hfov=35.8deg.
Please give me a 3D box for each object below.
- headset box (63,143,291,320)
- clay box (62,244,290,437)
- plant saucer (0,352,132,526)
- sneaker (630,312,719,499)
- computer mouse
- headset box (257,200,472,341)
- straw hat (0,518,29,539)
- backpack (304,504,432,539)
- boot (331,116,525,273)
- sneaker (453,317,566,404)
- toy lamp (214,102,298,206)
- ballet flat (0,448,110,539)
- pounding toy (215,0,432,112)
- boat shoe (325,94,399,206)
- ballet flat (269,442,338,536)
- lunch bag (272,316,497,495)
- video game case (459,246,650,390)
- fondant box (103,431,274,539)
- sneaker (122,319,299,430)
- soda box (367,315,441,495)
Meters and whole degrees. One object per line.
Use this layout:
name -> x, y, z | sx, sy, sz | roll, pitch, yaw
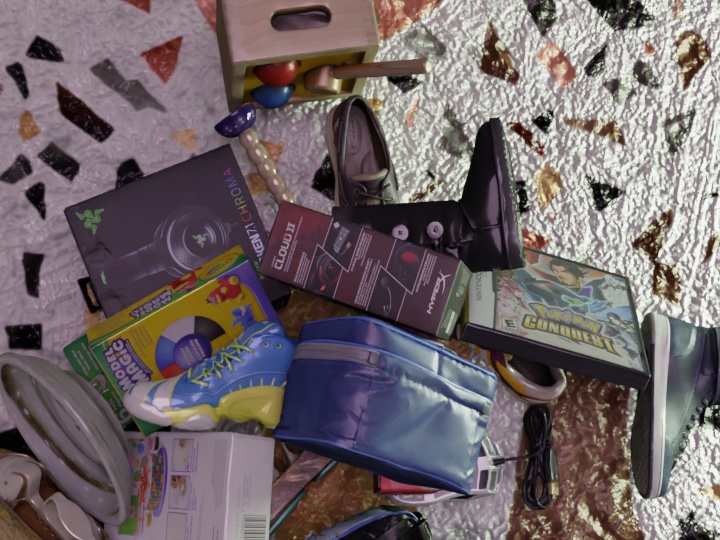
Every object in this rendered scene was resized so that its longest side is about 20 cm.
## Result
headset box -> -0.196, -0.010, 1.171 | 0.198, 0.093, 0.176 | -22, 83, -10
clay box -> -0.176, 0.076, 1.089 | 0.198, 0.048, 0.116 | -30, 119, -8
plant saucer -> -0.277, 0.154, 1.086 | 0.050, 0.200, 0.201 | -38, 86, -31
sneaker -> 0.376, 0.156, 1.225 | 0.144, 0.077, 0.206 | 10, 77, -3
computer mouse -> 0.114, 0.208, 1.196 | 0.197, 0.044, 0.111 | -4, 77, -7
headset box -> 0.000, 0.000, 1.073 | 0.197, 0.149, 0.076 | 19, 88, 12
straw hat -> -0.399, 0.300, 1.090 | 0.198, 0.085, 0.204 | 2, 79, -8
backpack -> -0.016, 0.345, 1.101 | 0.197, 0.147, 0.185 | -18, 85, -15
boot -> 0.065, -0.067, 1.175 | 0.197, 0.066, 0.168 | -9, 76, 13
sneaker -> 0.143, 0.062, 1.204 | 0.199, 0.090, 0.075 | 40, 77, 1
toy lamp -> -0.085, -0.083, 1.209 | 0.058, 0.058, 0.201 | -33, 96, -12
ballet flat -> -0.316, 0.230, 1.102 | 0.199, 0.071, 0.071 | 40, 77, 18
pounding toy -> -0.046, -0.237, 1.186 | 0.197, 0.184, 0.144 | -8, 81, -9
boat shoe -> 0.007, -0.095, 1.228 | 0.071, 0.065, 0.203 | -10, 82, -11
ballet flat -> -0.073, 0.208, 1.166 | 0.067, 0.068, 0.200 | 44, 67, 6
lunch bag -> 0.032, 0.119, 1.033 | 0.198, 0.135, 0.134 | 24, 74, -32
video game case -> 0.202, 0.038, 1.190 | 0.197, 0.026, 0.182 | 16, 33, -4
fondant box -> -0.171, 0.232, 1.081 | 0.058, 0.198, 0.147 | 14, 74, -45
sneaker -> -0.125, 0.095, 1.058 | 0.197, 0.075, 0.107 | 6, 93, -28
soda box -> 0.046, 0.128, 1.154 | 0.069, 0.063, 0.203 | 0, 76, -6
